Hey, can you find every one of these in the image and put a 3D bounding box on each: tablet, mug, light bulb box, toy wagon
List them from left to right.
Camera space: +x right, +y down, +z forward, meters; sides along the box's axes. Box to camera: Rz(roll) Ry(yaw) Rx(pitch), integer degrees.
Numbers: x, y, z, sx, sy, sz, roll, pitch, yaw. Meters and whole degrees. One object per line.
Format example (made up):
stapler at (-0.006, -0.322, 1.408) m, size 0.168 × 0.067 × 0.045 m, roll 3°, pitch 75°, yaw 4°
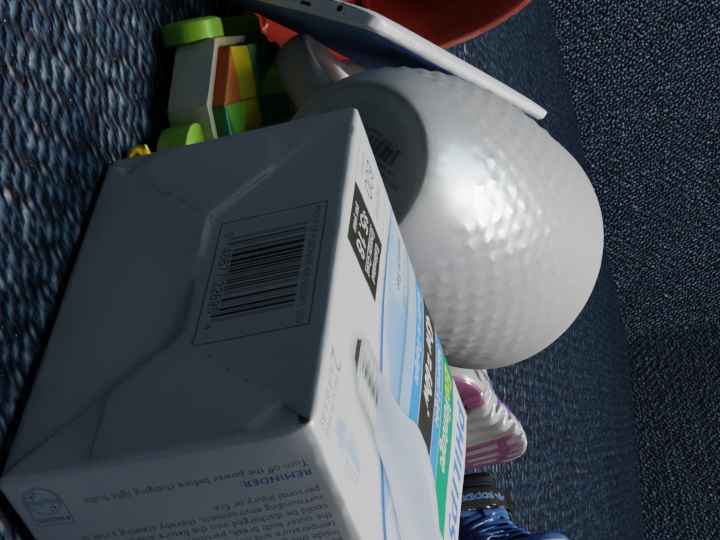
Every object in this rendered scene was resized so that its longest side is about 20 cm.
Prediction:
toy wagon at (-0.067, -0.056, 0.755) m, size 0.200 × 0.039 × 0.156 m, roll -40°, pitch 119°, yaw -74°
light bulb box at (-0.037, 0.075, 0.617) m, size 0.199 × 0.124 × 0.201 m, roll -83°, pitch 158°, yaw -49°
tablet at (0.012, -0.127, 0.805) m, size 0.200 × 0.130 × 0.014 m, roll 14°, pitch 96°, yaw -56°
mug at (0.021, -0.051, 0.775) m, size 0.200 × 0.148 × 0.175 m, roll 55°, pitch 15°, yaw 27°

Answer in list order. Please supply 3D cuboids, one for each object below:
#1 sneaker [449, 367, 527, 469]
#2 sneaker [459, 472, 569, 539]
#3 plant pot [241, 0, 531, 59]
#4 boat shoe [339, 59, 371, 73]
sneaker at (0.083, 0.100, 1.183) m, size 0.200 × 0.080 × 0.089 m, roll 58°, pitch 19°, yaw -54°
sneaker at (0.088, 0.190, 1.016) m, size 0.200 × 0.076 × 0.112 m, roll 121°, pitch -34°, yaw -59°
plant pot at (0.000, -0.254, 0.882) m, size 0.201 × 0.200 × 0.196 m, roll 31°, pitch 43°, yaw -72°
boat shoe at (0.002, -0.075, 0.975) m, size 0.201 × 0.070 × 0.072 m, roll 55°, pitch 23°, yaw -66°
